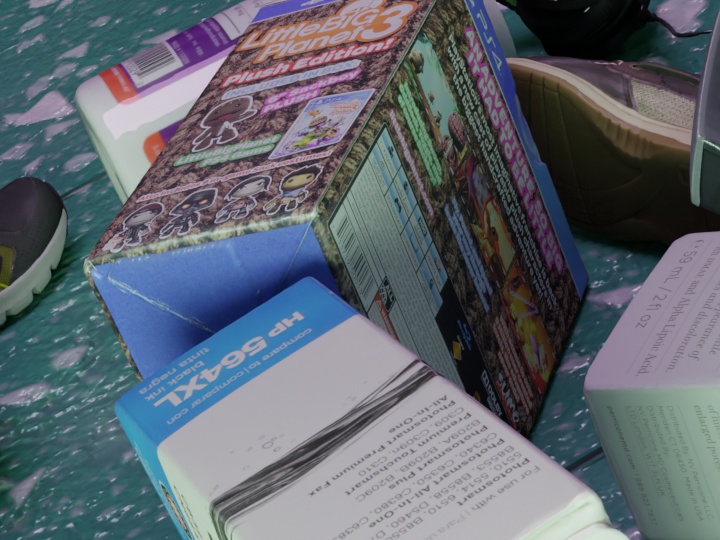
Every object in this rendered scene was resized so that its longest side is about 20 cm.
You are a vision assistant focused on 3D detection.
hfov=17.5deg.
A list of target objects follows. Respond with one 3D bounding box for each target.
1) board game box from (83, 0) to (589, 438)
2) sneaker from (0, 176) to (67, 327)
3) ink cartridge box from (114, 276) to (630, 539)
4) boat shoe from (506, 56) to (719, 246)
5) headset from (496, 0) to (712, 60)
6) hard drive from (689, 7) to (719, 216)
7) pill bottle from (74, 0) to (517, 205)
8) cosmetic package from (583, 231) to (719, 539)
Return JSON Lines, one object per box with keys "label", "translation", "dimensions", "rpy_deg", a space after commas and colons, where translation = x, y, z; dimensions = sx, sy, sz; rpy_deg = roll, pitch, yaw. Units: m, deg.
{"label": "board game box", "translation": [0.000, 0.000, 0.901], "dimensions": [0.096, 0.160, 0.200], "rpy_deg": [-10, 28, 26]}
{"label": "sneaker", "translation": [-0.231, 0.002, 1.177], "dimensions": [0.074, 0.085, 0.200], "rpy_deg": [8, 40, 46]}
{"label": "ink cartridge box", "translation": [0.017, 0.107, 0.699], "dimensions": [0.084, 0.147, 0.200], "rpy_deg": [-30, 26, -12]}
{"label": "boat shoe", "translation": [0.132, -0.053, 0.999], "dimensions": [0.066, 0.072, 0.200], "rpy_deg": [-27, 32, -28]}
{"label": "headset", "translation": [0.115, -0.160, 1.160], "dimensions": [0.199, 0.124, 0.094], "rpy_deg": [28, 79, 24]}
{"label": "hard drive", "translation": [0.196, -0.066, 0.918], "dimensions": [0.134, 0.042, 0.200], "rpy_deg": [26, 39, 0]}
{"label": "pill bottle", "translation": [-0.028, -0.083, 1.136], "dimensions": [0.199, 0.112, 0.111], "rpy_deg": [-27, 26, -7]}
{"label": "cosmetic package", "translation": [0.186, 0.035, 0.778], "dimensions": [0.199, 0.074, 0.102], "rpy_deg": [-6, 32, 36]}
